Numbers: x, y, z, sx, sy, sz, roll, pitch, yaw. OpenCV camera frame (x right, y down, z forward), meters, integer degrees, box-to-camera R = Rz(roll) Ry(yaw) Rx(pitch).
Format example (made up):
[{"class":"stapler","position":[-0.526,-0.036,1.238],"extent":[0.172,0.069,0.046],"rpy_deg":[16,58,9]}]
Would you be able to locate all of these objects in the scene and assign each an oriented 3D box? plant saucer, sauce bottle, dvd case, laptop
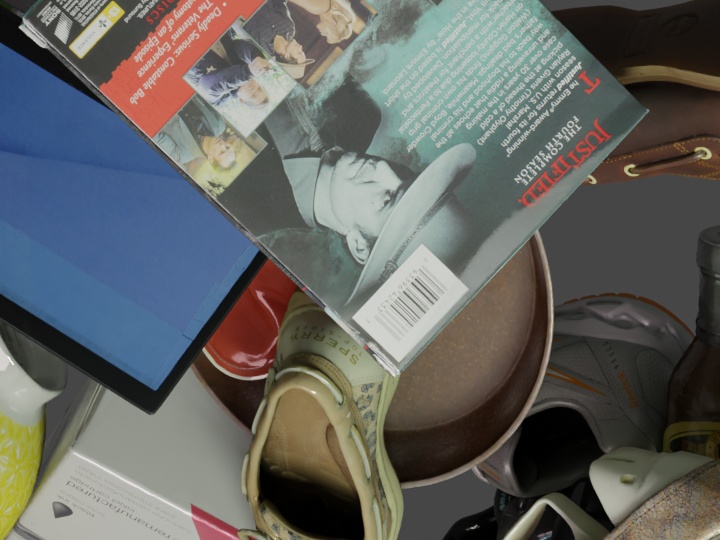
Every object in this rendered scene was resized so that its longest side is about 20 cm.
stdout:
[{"class":"plant saucer","position":[0.000,0.000,1.116],"extent":[0.200,0.034,0.201],"rpy_deg":[11,115,24]},{"class":"sauce bottle","position":[0.164,0.080,1.101],"extent":[0.064,0.065,0.201],"rpy_deg":[5,107,19]},{"class":"dvd case","position":[-0.008,-0.078,0.945],"extent":[0.200,0.146,0.022],"rpy_deg":[43,-179,-11]},{"class":"laptop","position":[-0.097,-0.083,0.976],"extent":[0.177,0.103,0.200],"rpy_deg":[31,119,8]}]

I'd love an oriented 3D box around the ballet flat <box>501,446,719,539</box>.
[{"class":"ballet flat","position":[0.106,0.116,1.052],"extent":[0.200,0.068,0.067],"rpy_deg":[-39,73,32]}]

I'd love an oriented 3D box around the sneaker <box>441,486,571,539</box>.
[{"class":"sneaker","position":[0.112,0.122,1.214],"extent":[0.079,0.076,0.200],"rpy_deg":[34,138,-10]}]

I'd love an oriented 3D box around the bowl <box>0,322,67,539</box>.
[{"class":"bowl","position":[-0.208,0.048,1.210],"extent":[0.107,0.200,0.200],"rpy_deg":[-26,124,12]}]

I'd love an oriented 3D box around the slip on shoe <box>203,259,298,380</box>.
[{"class":"slip on shoe","position":[-0.032,-0.034,1.064],"extent":[0.074,0.061,0.200],"rpy_deg":[31,122,12]}]

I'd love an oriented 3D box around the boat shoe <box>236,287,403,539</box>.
[{"class":"boat shoe","position":[-0.023,0.092,1.095],"extent":[0.073,0.063,0.200],"rpy_deg":[15,136,14]}]

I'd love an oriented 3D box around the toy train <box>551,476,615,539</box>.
[{"class":"toy train","position":[0.098,0.150,1.167],"extent":[0.046,0.034,0.200],"rpy_deg":[16,146,2]}]

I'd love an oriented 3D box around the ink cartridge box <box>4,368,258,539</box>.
[{"class":"ink cartridge box","position":[-0.096,0.127,1.278],"extent":[0.146,0.083,0.200],"rpy_deg":[28,149,-7]}]

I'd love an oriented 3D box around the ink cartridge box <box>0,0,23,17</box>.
[{"class":"ink cartridge box","position":[-0.221,-0.038,1.090],"extent":[0.076,0.200,0.148],"rpy_deg":[23,140,-1]}]

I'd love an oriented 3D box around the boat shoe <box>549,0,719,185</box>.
[{"class":"boat shoe","position":[0.139,-0.071,0.999],"extent":[0.199,0.070,0.070],"rpy_deg":[0,128,36]}]

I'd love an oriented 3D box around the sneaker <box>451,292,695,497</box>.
[{"class":"sneaker","position":[0.056,0.063,1.161],"extent":[0.199,0.092,0.076],"rpy_deg":[-5,133,29]}]
